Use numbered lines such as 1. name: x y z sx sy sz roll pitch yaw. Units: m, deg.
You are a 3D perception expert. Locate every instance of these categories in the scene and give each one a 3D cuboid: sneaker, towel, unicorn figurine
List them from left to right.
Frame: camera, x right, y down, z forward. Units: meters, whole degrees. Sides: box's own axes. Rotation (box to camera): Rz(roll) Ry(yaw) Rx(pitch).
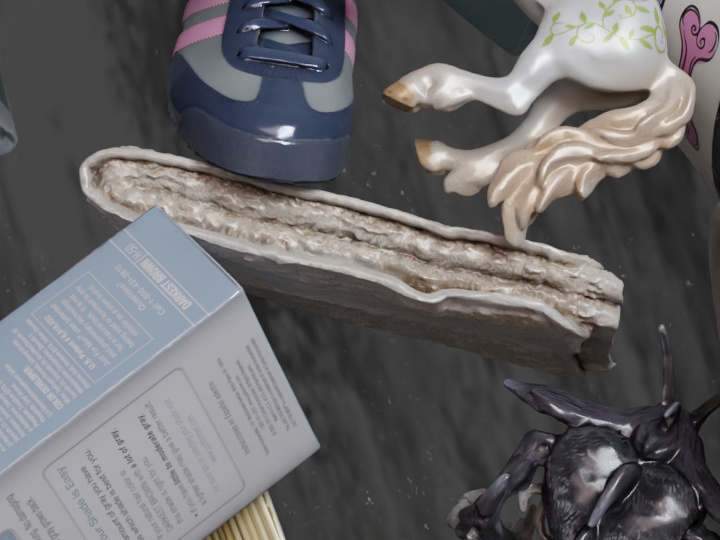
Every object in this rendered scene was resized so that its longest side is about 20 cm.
1. sneaker: -0.033 -0.103 1.016 0.070 0.200 0.082 9 118 -11
2. towel: 0.000 0.000 1.017 0.200 0.133 0.034 14 81 6
3. unicorn figurine: 0.059 -0.119 0.965 0.137 0.074 0.200 -25 88 9

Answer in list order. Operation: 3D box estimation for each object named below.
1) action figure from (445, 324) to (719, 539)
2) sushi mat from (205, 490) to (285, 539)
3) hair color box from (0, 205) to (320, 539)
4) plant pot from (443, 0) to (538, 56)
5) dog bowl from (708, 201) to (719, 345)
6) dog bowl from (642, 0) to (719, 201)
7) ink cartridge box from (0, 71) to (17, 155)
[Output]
1. action figure: 0.078 0.117 0.999 0.119 0.102 0.200 32 92 12
2. sushi mat: -0.042 0.165 1.002 0.096 0.012 0.200 -33 70 36
3. hair color box: -0.119 0.079 0.942 0.200 0.099 0.061 -38 50 -12
4. plant pot: 0.051 -0.198 1.076 0.141 0.141 0.200 -32 84 -8
5. dog bowl: 0.170 0.056 0.962 0.059 0.200 0.200 -12 74 2
6. dog bowl: 0.177 -0.115 1.021 0.200 0.200 0.074 -44 61 -11
7. ink cartridge box: -0.254 -0.098 1.101 0.200 0.057 0.163 -18 74 6
